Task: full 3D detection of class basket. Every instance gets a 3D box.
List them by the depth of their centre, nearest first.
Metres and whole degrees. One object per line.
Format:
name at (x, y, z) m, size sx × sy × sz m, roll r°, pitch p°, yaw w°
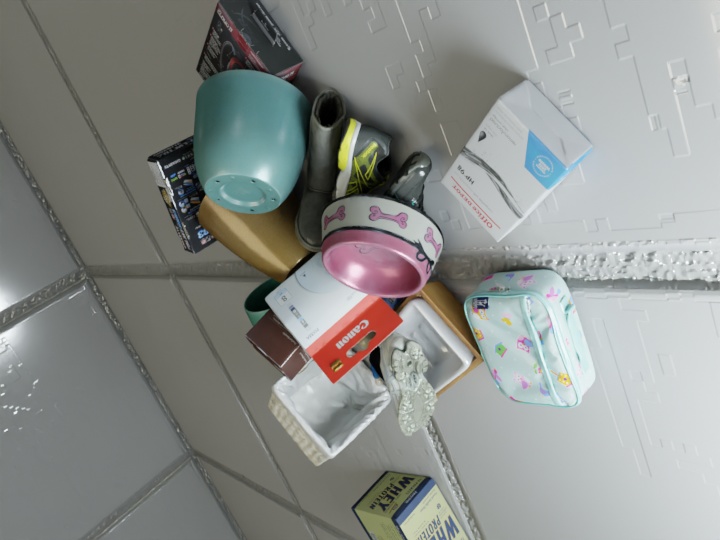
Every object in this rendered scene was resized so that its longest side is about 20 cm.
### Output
basket at (-0.073, 0.290, 1.380) m, size 0.200 × 0.197 × 0.161 m, roll 46°, pitch 151°, yaw 10°

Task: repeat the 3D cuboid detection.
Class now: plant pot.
plant pot at (-0.181, -0.192, 1.014) m, size 0.196 × 0.164 × 0.201 m, roll 4°, pitch 158°, yaw 2°
plant pot at (-0.172, -0.076, 1.168) m, size 0.201 × 0.185 × 0.187 m, roll 48°, pitch 147°, yaw 13°

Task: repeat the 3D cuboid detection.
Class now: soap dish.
soap dish at (0.123, 0.120, 1.072) m, size 0.158 × 0.081 × 0.201 m, roll 48°, pitch 147°, yaw 10°

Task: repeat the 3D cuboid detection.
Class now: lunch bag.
lunch bag at (0.244, 0.097, 0.898) m, size 0.159 × 0.077 × 0.203 m, roll -3°, pitch 117°, yaw 53°

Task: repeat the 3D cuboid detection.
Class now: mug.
mug at (-0.156, 0.082, 1.359) m, size 0.149 × 0.186 × 0.116 m, roll -10°, pitch 117°, yaw 28°

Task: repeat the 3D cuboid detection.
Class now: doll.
doll at (0.063, 0.205, 1.257) m, size 0.201 × 0.048 × 0.137 m, roll 49°, pitch 146°, yaw 8°

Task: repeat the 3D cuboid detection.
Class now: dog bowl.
dog bowl at (0.026, -0.029, 0.958) m, size 0.196 × 0.075 × 0.201 m, roll 12°, pitch 154°, yaw 6°

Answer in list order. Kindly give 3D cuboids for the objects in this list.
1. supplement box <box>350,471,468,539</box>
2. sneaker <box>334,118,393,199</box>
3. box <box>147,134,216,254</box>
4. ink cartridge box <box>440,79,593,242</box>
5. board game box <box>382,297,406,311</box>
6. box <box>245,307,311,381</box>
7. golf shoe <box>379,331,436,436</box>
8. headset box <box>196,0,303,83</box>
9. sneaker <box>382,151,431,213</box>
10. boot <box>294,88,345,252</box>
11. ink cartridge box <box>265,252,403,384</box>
supplement box at (0.118, 0.605, 1.471) m, size 0.199 × 0.134 × 0.202 m, roll -19°, pitch 104°, yaw 56°
sneaker at (0.007, -0.148, 0.983) m, size 0.083 × 0.076 × 0.201 m, roll 15°, pitch 152°, yaw 7°
box at (-0.294, -0.169, 1.239) m, size 0.049 × 0.199 × 0.202 m, roll 20°, pitch 135°, yaw 42°
ink cartridge box at (0.181, -0.121, 0.790) m, size 0.116 × 0.066 × 0.201 m, roll 47°, pitch 147°, yaw 9°
board game box at (0.000, 0.000, 1.155) m, size 0.200 × 0.045 × 0.153 m, roll 45°, pitch 147°, yaw 15°
box at (-0.101, 0.087, 1.132) m, size 0.099 × 0.200 × 0.075 m, roll 34°, pitch 161°, yaw 28°
golf shoe at (0.074, 0.188, 1.077) m, size 0.097 × 0.077 × 0.204 m, roll 39°, pitch 144°, yaw 53°
headset box at (-0.188, -0.350, 1.049) m, size 0.150 × 0.075 × 0.200 m, roll 53°, pitch 148°, yaw 1°
sneaker at (0.073, -0.107, 0.958) m, size 0.079 × 0.076 × 0.200 m, roll 34°, pitch 149°, yaw -2°
boot at (-0.060, -0.158, 1.009) m, size 0.201 × 0.071 × 0.185 m, roll 115°, pitch 155°, yaw -52°
ink cartridge box at (-0.048, 0.065, 1.052) m, size 0.200 × 0.159 × 0.048 m, roll 44°, pitch 170°, yaw 36°
